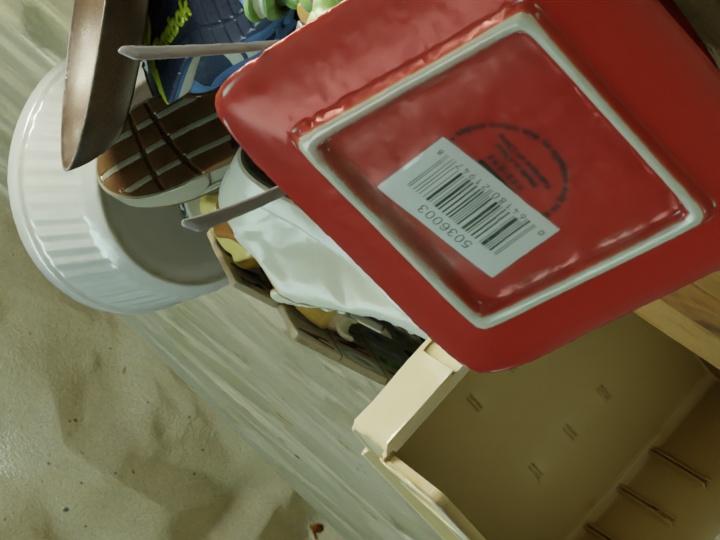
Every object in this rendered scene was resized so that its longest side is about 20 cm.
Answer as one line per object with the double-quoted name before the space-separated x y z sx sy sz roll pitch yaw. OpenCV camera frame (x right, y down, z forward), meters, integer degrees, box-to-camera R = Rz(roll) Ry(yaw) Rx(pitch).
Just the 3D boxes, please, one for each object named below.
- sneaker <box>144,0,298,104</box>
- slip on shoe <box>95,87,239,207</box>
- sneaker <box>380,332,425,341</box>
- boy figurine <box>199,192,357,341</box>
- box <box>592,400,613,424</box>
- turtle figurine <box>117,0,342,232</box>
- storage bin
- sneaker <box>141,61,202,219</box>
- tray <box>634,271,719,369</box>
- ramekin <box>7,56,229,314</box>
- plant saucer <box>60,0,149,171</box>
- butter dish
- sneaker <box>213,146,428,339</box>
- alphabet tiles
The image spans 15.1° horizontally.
"sneaker" -0.070 -0.160 1.606 0.200 0.082 0.074 -29 77 66
"slip on shoe" -0.077 -0.086 1.718 0.061 0.200 0.076 25 -131 -51
"sneaker" 0.035 0.013 2.016 0.079 0.075 0.200 54 176 37
"boy figurine" -0.009 -0.015 1.730 0.200 0.124 0.064 6 161 20
"box" 0.127 0.064 1.732 0.200 0.048 0.122 73 -177 -73
"turtle figurine" 0.009 -0.080 1.329 0.194 0.200 0.144 14 129 17
"storage bin" 0.127 0.088 1.546 0.199 0.200 0.094 48 170 -37
"sneaker" -0.080 -0.133 1.780 0.076 0.115 0.201 -87 -16 -70
"tray" 0.151 -0.015 1.417 0.200 0.037 0.099 34 155 31
"ramekin" -0.143 -0.067 1.943 0.202 0.202 0.094 46 158 -28
"plant saucer" -0.153 -0.158 1.665 0.032 0.200 0.200 6 176 -11
"butter dish" 0.073 -0.084 1.193 0.199 0.148 0.200 -28 120 32
"sneaker" 0.000 0.000 1.666 0.200 0.073 0.085 34 131 6
"alphabet tiles" -0.015 0.036 1.777 0.167 0.008 0.200 27 -172 -16
